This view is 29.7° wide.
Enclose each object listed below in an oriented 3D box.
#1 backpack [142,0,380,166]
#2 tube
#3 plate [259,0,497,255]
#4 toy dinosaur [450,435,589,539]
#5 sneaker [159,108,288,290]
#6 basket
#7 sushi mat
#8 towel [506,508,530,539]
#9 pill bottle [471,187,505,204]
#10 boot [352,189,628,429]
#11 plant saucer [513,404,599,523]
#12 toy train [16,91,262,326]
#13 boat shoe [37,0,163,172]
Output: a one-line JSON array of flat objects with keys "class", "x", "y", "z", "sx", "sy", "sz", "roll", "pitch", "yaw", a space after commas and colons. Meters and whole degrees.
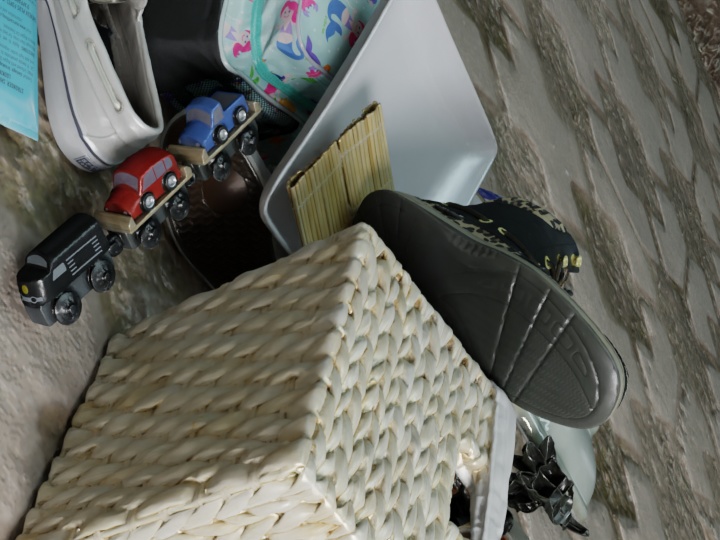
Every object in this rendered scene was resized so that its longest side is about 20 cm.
[{"class": "backpack", "x": -0.052, "y": -0.169, "z": 0.942, "sx": 0.200, "sy": 0.148, "sz": 0.180, "roll": 44, "pitch": 48, "yaw": -58}, {"class": "tube", "x": -0.205, "y": -0.178, "z": 0.755, "sx": 0.077, "sy": 0.050, "sz": 0.203, "roll": 20, "pitch": 60, "yaw": -53}, {"class": "plate", "x": 0.012, "y": -0.065, "z": 0.901, "sx": 0.201, "sy": 0.032, "sz": 0.201, "roll": -59, "pitch": 145, "yaw": -20}, {"class": "toy dinosaur", "x": 0.070, "y": 0.156, "z": 0.871, "sx": 0.198, "sy": 0.135, "sz": 0.104, "roll": 20, "pitch": 75, "yaw": -31}, {"class": "sneaker", "x": -0.073, "y": -0.023, "z": 0.896, "sx": 0.085, "sy": 0.072, "sz": 0.202, "roll": -80, "pitch": 150, "yaw": -64}, {"class": "basket", "x": -0.041, "y": 0.114, "z": 0.708, "sx": 0.162, "sy": 0.198, "sz": 0.199, "roll": 54, "pitch": 30, "yaw": -27}, {"class": "sushi mat", "x": 0.000, "y": 0.000, "z": 0.871, "sx": 0.096, "sy": 0.012, "sz": 0.202, "roll": -43, "pitch": 137, "yaw": -35}, {"class": "towel", "x": 0.063, "y": 0.156, "z": 1.019, "sx": 0.200, "sy": 0.034, "sz": 0.133, "roll": 46, "pitch": 4, "yaw": -38}, {"class": "pill bottle", "x": 0.093, "y": -0.009, "z": 1.147, "sx": 0.199, "sy": 0.118, "sz": 0.122, "roll": 11, "pitch": 63, "yaw": -61}, {"class": "boot", "x": 0.108, "y": 0.012, "z": 0.838, "sx": 0.203, "sy": 0.074, "sz": 0.153, "roll": 38, "pitch": 25, "yaw": 29}, {"class": "plant saucer", "x": 0.119, "y": 0.076, "z": 0.945, "sx": 0.202, "sy": 0.050, "sz": 0.200, "roll": 60, "pitch": 1, "yaw": -2}, {"class": "toy train", "x": -0.120, "y": -0.044, "z": 0.764, "sx": 0.200, "sy": 0.034, "sz": 0.046, "roll": -48, "pitch": 133, "yaw": -36}, {"class": "boat shoe", "x": -0.159, "y": -0.163, "z": 0.808, "sx": 0.072, "sy": 0.065, "sz": 0.203, "roll": 18, "pitch": 58, "yaw": -59}]
